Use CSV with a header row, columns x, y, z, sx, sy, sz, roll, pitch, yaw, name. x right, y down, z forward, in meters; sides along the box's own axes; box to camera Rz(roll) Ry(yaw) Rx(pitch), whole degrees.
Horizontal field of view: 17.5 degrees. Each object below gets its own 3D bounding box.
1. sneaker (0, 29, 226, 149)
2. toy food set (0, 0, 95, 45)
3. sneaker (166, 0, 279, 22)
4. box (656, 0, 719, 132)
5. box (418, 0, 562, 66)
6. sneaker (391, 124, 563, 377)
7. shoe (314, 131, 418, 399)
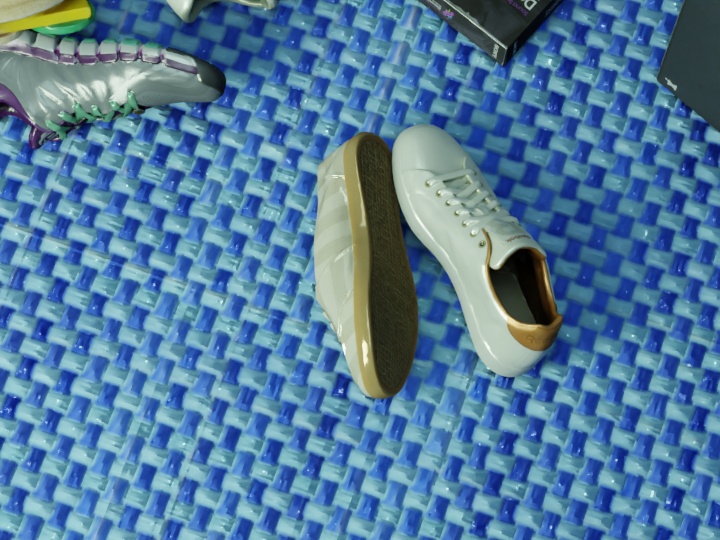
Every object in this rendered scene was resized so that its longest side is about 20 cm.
x,y,z,sx,sy,sz,roll,pitch,yaw,name
-0.199,-0.125,1.728,0.200,0.074,0.088,8,79,13,sneaker
-0.296,-0.219,1.729,0.200,0.049,0.198,-11,36,-18,toy food set
-0.058,-0.242,1.771,0.200,0.074,0.089,-22,71,1,sneaker
0.333,-0.206,1.698,0.123,0.200,0.198,42,75,13,box
0.118,-0.271,1.804,0.143,0.036,0.200,38,74,12,box
0.092,-0.029,1.678,0.073,0.085,0.200,-18,73,-30,sneaker
0.000,0.000,1.691,0.053,0.070,0.200,-17,65,32,shoe
